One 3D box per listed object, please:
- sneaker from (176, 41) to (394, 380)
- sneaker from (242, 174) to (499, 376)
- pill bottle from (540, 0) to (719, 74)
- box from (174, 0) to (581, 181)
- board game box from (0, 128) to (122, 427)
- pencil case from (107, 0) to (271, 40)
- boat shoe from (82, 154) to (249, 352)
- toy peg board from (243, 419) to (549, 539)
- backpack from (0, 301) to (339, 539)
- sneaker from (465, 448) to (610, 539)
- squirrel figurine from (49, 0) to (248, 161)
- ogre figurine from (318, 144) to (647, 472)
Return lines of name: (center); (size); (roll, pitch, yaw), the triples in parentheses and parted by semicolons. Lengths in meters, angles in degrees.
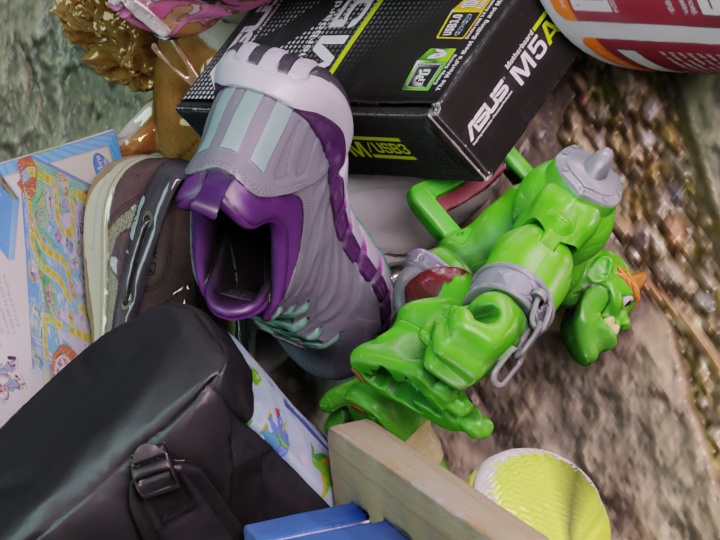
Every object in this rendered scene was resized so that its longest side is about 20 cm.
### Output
sneaker: (-0.040, 0.000, 1.082); (0.074, 0.201, 0.088); (15, 58, 21)
sneaker: (0.000, 0.000, 1.187); (0.200, 0.075, 0.089); (-23, 68, 57)
pill bottle: (0.159, -0.124, 0.965); (0.199, 0.112, 0.114); (11, 86, 55)
box: (0.038, -0.127, 1.122); (0.193, 0.048, 0.200); (9, 58, 54)
board game box: (-0.147, 0.049, 1.235); (0.034, 0.134, 0.201); (-10, 96, 54)
pencil case: (-0.029, -0.145, 1.102); (0.199, 0.082, 0.087); (-7, 74, 49)
boat shoe: (-0.083, 0.047, 1.212); (0.065, 0.071, 0.202); (-2, 92, 62)
toy peg board: (0.001, 0.178, 0.970); (0.200, 0.097, 0.201); (-155, 56, -69)
backpack: (-0.065, 0.114, 1.113); (0.163, 0.200, 0.154); (-42, 31, 9)
sneaker: (0.073, 0.173, 1.022); (0.105, 0.075, 0.201); (120, 146, -51)
squirrel figurine: (-0.067, -0.135, 1.296); (0.200, 0.141, 0.188); (174, 98, -68)
ogre figurine: (0.047, 0.013, 1.055); (0.098, 0.200, 0.120); (34, 72, 18)
